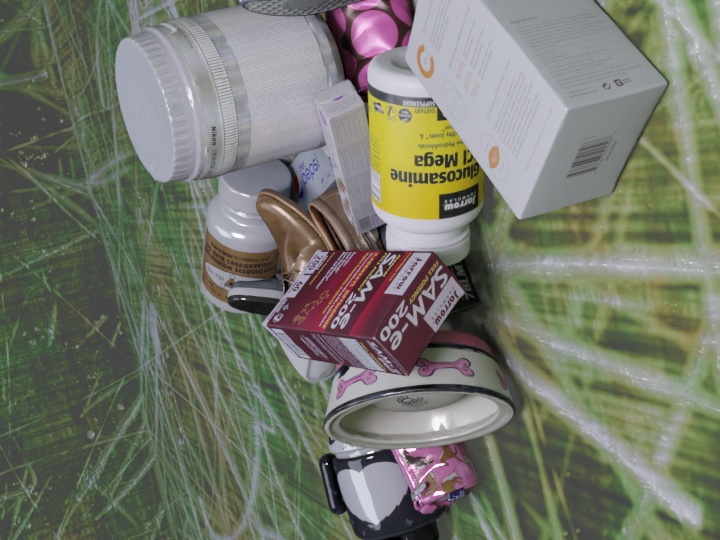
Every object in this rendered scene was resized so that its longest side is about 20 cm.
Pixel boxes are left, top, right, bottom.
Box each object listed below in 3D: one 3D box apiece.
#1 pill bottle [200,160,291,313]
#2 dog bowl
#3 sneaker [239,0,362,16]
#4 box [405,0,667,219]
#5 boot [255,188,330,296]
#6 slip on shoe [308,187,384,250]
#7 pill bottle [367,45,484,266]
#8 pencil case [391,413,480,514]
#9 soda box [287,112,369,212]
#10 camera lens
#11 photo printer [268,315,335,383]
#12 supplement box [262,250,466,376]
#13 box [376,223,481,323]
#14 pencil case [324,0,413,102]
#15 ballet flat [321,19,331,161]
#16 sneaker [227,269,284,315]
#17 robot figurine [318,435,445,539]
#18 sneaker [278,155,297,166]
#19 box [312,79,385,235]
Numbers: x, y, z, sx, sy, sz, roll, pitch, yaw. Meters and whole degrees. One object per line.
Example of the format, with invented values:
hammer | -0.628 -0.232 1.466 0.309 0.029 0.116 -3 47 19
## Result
pill bottle | -0.145 -0.049 1.353 0.114 0.114 0.200 56 147 36
dog bowl | 0.059 0.125 1.090 0.200 0.200 0.074 122 148 -60
sneaker | -0.029 -0.327 0.982 0.077 0.202 0.146 172 84 -83
box | 0.133 -0.162 0.843 0.200 0.097 0.124 59 153 29
boot | -0.069 -0.004 1.222 0.200 0.075 0.074 54 155 -10
slip on shoe | 0.000 0.000 1.170 0.076 0.061 0.200 -37 70 66
pill bottle | 0.065 -0.109 1.010 0.112 0.112 0.200 41 141 51
pencil case | 0.061 0.180 1.212 0.200 0.083 0.087 63 -167 13
soda box | -0.039 -0.123 1.294 0.068 0.063 0.200 70 157 9
camera lens | -0.126 -0.183 1.049 0.160 0.200 0.160 41 141 45
photo printer | -0.078 0.052 1.485 0.166 0.069 0.200 58 152 33
supplement box | -0.001 0.037 1.035 0.061 0.109 0.200 47 155 -27
box | 0.045 -0.026 1.192 0.200 0.050 0.199 -36 71 66
pencil case | 0.001 -0.271 1.073 0.091 0.094 0.200 -10 96 67
ballet flat | -0.027 -0.187 1.158 0.073 0.073 0.200 177 94 -66
sneaker | -0.073 -0.008 1.301 0.084 0.200 0.121 -24 68 57
robot figurine | 0.033 0.260 1.299 0.125 0.150 0.200 156 97 -79
sneaker | -0.122 -0.216 1.386 0.200 0.070 0.080 -109 29 -42
box | -0.007 -0.111 1.066 0.039 0.041 0.200 61 173 32
